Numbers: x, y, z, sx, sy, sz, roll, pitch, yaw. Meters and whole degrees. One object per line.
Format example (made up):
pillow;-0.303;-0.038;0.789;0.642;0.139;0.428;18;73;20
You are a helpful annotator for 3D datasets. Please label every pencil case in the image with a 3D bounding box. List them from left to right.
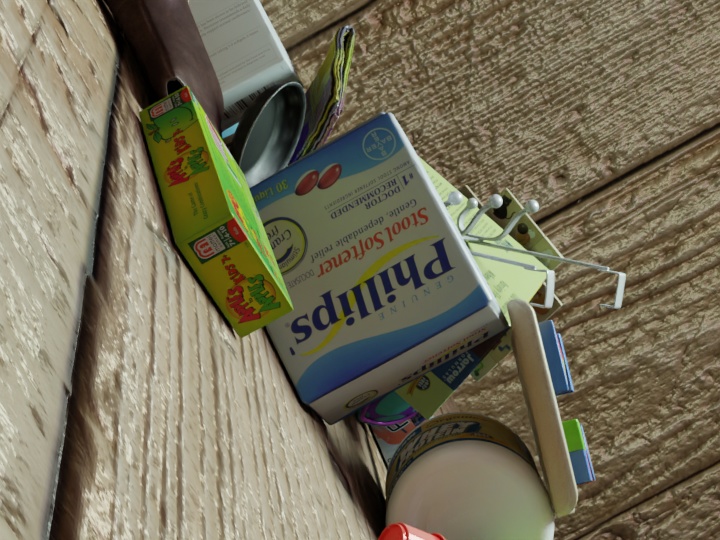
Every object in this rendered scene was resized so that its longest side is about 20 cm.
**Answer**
pencil case;0.009;0.073;1.739;0.085;0.092;0.200;58;4;-50

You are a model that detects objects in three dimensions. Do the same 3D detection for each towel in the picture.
towel;-0.059;-0.149;1.686;0.023;0.200;0.144;22;43;-16

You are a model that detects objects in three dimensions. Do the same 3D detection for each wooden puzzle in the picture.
wooden puzzle;0.172;0.123;1.447;0.200;0.046;0.186;58;18;-80

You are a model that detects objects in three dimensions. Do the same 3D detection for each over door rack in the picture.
over door rack;0.137;-0.029;1.509;0.200;0.067;0.148;28;15;34

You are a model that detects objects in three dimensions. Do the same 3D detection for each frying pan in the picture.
frying pan;-0.072;-0.114;1.476;0.031;0.115;0.190;25;6;16

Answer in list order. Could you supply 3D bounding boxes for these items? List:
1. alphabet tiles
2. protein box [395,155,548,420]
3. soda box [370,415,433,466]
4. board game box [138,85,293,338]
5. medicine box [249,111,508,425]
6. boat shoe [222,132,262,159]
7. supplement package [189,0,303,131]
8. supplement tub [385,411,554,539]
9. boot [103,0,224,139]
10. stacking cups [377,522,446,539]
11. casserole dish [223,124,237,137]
alphabet tiles;0.120;0.014;1.752;0.167;0.200;0.006;52;26;14
protein box;0.057;0.009;1.646;0.200;0.135;0.199;41;24;3
soda box;0.040;0.153;1.792;0.068;0.063;0.200;58;4;-43
board game box;-0.113;-0.049;1.253;0.102;0.048;0.200;59;4;-36
medicine box;0.000;0.000;1.412;0.200;0.182;0.103;62;4;21
boat shoe;-0.101;-0.091;1.552;0.200;0.075;0.069;0;67;-78
supplement package;-0.159;-0.257;1.671;0.200;0.117;0.117;63;4;10
supplement tub;0.094;0.207;1.464;0.145;0.144;0.200;61;3;-5
boot;-0.169;-0.199;1.415;0.200;0.072;0.166;64;0;-29
stacking cups;0.102;0.250;1.319;0.200;0.061;0.061;30;19;-29
casserole dish;-0.139;-0.161;1.873;0.200;0.039;0.121;62;4;-17
